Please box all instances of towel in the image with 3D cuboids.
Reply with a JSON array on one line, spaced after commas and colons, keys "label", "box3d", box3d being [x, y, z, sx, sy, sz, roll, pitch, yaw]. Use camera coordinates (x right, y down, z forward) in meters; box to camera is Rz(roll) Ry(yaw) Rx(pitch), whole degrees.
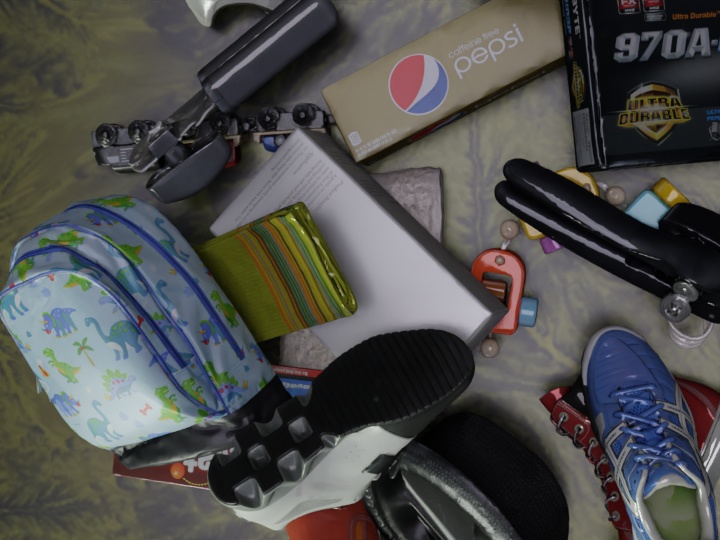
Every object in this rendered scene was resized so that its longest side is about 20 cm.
[{"label": "towel", "box3d": [-0.086, 0.015, 1.048, 0.200, 0.018, 0.086, -20, 101, 47]}, {"label": "towel", "box3d": [0.000, 0.020, 1.128, 0.132, 0.034, 0.201, -1, 92, 7]}]

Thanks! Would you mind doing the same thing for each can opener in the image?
[{"label": "can opener", "box3d": [0.188, -0.022, 1.042, 0.199, 0.079, 0.064, 23, 137, 11]}, {"label": "can opener", "box3d": [-0.092, -0.131, 1.101, 0.200, 0.053, 0.067, -38, 116, 5]}]

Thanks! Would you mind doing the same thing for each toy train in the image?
[{"label": "toy train", "box3d": [-0.116, -0.102, 1.140, 0.199, 0.034, 0.046, -5, 95, 8]}, {"label": "toy train", "box3d": [0.169, -0.005, 1.097, 0.199, 0.056, 0.151, 4, 96, 10]}]

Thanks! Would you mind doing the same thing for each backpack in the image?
[{"label": "backpack", "box3d": [-0.166, 0.044, 1.037, 0.163, 0.154, 0.201, -15, 97, 40]}]

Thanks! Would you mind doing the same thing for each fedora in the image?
[{"label": "fedora", "box3d": [0.090, 0.179, 1.078, 0.201, 0.201, 0.092, 45, 61, 4]}]

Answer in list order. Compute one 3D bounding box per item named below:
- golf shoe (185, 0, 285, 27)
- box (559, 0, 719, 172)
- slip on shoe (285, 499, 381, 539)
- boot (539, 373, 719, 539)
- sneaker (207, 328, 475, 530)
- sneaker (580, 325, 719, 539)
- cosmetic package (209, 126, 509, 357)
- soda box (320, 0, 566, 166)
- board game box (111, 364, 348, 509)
[{"label": "golf shoe", "box3d": [-0.048, -0.245, 1.119, 0.199, 0.078, 0.098, -8, 116, 7]}, {"label": "box", "box3d": [0.246, -0.158, 1.046, 0.199, 0.046, 0.160, -5, 91, -15]}, {"label": "slip on shoe", "box3d": [-0.022, 0.214, 1.125, 0.074, 0.061, 0.201, -24, 87, 10]}, {"label": "boot", "box3d": [0.186, 0.163, 1.081, 0.144, 0.072, 0.201, 22, 79, 6]}, {"label": "sneaker", "box3d": [-0.003, 0.113, 1.002, 0.200, 0.089, 0.074, -30, 49, 7]}, {"label": "sneaker", "box3d": [0.211, 0.129, 1.016, 0.075, 0.077, 0.201, -18, 72, -2]}, {"label": "cosmetic package", "box3d": [0.000, 0.000, 1.064, 0.200, 0.085, 0.108, 45, 101, 9]}, {"label": "soda box", "box3d": [0.075, -0.153, 1.094, 0.199, 0.068, 0.064, -27, 88, 8]}, {"label": "board game box", "box3d": [-0.099, 0.122, 1.125, 0.199, 0.019, 0.103, 4, 87, 21]}]
